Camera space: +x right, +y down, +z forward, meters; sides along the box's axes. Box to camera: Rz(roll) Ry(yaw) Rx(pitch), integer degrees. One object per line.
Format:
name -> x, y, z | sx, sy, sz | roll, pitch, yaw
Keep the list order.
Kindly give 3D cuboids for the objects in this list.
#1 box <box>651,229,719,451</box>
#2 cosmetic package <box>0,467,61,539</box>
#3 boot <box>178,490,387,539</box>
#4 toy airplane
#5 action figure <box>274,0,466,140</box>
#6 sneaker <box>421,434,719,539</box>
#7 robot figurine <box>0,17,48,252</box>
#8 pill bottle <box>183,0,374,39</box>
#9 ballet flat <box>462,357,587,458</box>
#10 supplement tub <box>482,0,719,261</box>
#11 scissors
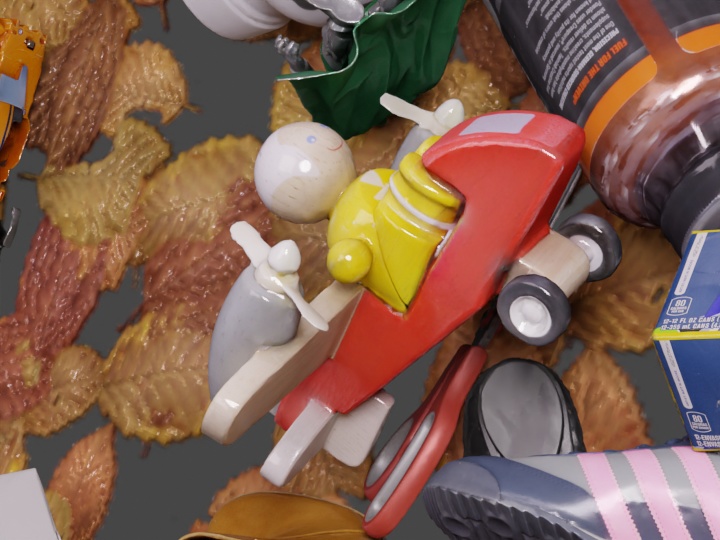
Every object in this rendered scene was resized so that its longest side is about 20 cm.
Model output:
box -> 0.219, 0.023, 0.841 | 0.199, 0.064, 0.070 | -4, 38, 30
cosmetic package -> -0.247, 0.180, 1.105 | 0.085, 0.199, 0.108 | 105, 150, -48
boot -> -0.039, 0.135, 0.990 | 0.201, 0.144, 0.071 | 24, 88, 42
toy airplane -> 0.000, 0.000, 0.968 | 0.199, 0.200, 0.141 | -41, 93, -6
action figure -> 0.003, -0.102, 1.036 | 0.118, 0.200, 0.055 | -32, 80, -8
sneaker -> 0.127, 0.097, 0.907 | 0.199, 0.070, 0.082 | 12, 57, 21
robot figurine -> -0.258, -0.055, 1.301 | 0.145, 0.058, 0.201 | 8, 78, 42
pill bottle -> 0.002, -0.189, 1.102 | 0.199, 0.116, 0.116 | -16, 63, 34
ballet flat -> 0.081, 0.136, 0.967 | 0.066, 0.057, 0.201 | -5, 73, 9
supplement tub -> 0.128, -0.093, 0.966 | 0.107, 0.107, 0.200 | -40, 54, 21
scissors -> 0.057, 0.035, 1.017 | 0.200, 0.014, 0.073 | -56, 8, 5
